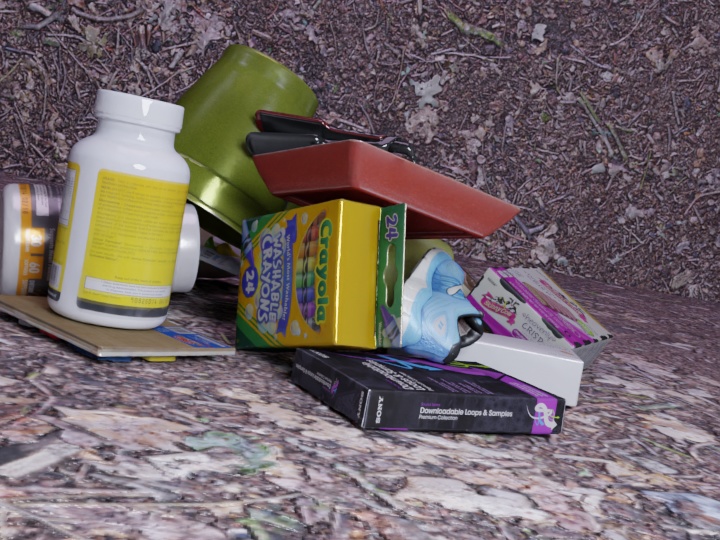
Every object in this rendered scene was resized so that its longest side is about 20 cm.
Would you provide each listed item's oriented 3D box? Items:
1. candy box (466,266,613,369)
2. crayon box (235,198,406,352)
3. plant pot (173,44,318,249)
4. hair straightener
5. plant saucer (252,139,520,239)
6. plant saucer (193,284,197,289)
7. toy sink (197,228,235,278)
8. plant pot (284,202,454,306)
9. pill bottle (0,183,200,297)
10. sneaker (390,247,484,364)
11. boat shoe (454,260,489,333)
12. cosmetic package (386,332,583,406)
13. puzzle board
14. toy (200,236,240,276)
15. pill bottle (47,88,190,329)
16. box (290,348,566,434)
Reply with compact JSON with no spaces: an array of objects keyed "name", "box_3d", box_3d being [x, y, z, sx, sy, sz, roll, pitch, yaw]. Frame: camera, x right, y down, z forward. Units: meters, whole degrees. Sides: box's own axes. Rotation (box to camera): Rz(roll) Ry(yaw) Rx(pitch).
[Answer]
[{"name":"candy box","box_3d":[0.217,0.061,1.215,0.136,0.061,0.199,44,17,19]},{"name":"crayon box","box_3d":[-0.042,0.008,0.924,0.051,0.129,0.198,8,-10,-38]},{"name":"plant pot","box_3d":[-0.148,-0.150,1.186,0.198,0.195,0.200,29,-8,4]},{"name":"hair straightener","box_3d":[-0.030,-0.118,1.066,0.196,0.078,0.041,14,-35,9]},{"name":"plant saucer","box_3d":[0.018,-0.068,0.966,0.197,0.037,0.199,19,-8,-32]},{"name":"plant saucer","box_3d":[-0.291,-0.010,1.212,0.196,0.037,0.200,10,-4,1]},{"name":"toy sink","box_3d":[-0.219,-0.055,1.385,0.129,0.115,0.198,-8,-7,37]},{"name":"plant pot","box_3d":[0.000,0.000,1.148,0.181,0.204,0.200,20,2,-17]},{"name":"pill bottle","box_3d":[-0.274,-0.027,1.057,0.196,0.119,0.116,2,8,-23]},{"name":"sneaker","box_3d":[0.077,0.045,0.983,0.089,0.079,0.200,30,23,4]},{"name":"boat shoe","box_3d":[0.145,0.064,1.318,0.071,0.076,0.200,39,7,-38]},{"name":"cosmetic package","box_3d":[0.126,0.092,1.047,0.196,0.052,0.083,10,6,3]},{"name":"puzzle board","box_3d":[-0.232,0.054,0.929,0.198,0.018,0.149,16,6,41]},{"name":"toy","box_3d":[-0.112,0.021,1.267,0.197,0.048,0.115,28,19,4]},{"name":"pill bottle","box_3d":[-0.216,-0.056,0.922,0.110,0.204,0.112,11,5,-1]},{"name":"box","box_3d":[0.056,0.103,0.869,0.197,0.037,0.142,5,7,-29]}]
